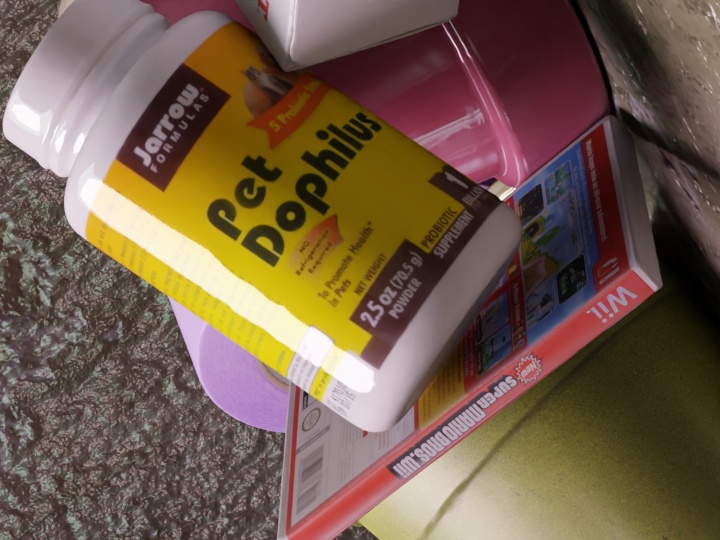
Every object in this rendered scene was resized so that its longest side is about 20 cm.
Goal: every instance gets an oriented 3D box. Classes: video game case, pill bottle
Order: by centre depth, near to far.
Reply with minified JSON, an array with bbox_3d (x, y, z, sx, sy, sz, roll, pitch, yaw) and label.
[{"bbox_3d":[-0.042,-0.031,0.934,0.200,0.109,0.109,34,174,6],"label":"pill bottle"},{"bbox_3d":[0.043,0.027,0.999,0.017,0.200,0.143,43,-159,-20],"label":"video game case"}]

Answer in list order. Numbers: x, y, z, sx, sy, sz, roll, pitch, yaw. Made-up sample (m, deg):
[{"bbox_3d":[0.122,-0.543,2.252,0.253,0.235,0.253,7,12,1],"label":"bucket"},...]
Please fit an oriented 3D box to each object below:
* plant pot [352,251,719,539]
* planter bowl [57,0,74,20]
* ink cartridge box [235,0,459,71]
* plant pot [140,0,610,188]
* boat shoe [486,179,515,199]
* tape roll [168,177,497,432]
[{"bbox_3d":[0.130,0.114,1.083,0.193,0.200,0.200,45,173,13],"label":"plant pot"},{"bbox_3d":[-0.069,-0.177,1.324,0.200,0.200,0.135,56,150,30],"label":"planter bowl"},{"bbox_3d":[-0.033,-0.202,0.918,0.200,0.084,0.145,56,153,33],"label":"ink cartridge box"},{"bbox_3d":[-0.011,-0.100,1.063,0.200,0.179,0.200,57,175,7],"label":"plant pot"},{"bbox_3d":[0.073,0.021,1.173,0.201,0.073,0.063,-56,44,40],"label":"boat shoe"},{"bbox_3d":[0.000,0.000,1.220,0.200,0.200,0.066,63,-177,-55],"label":"tape roll"}]
